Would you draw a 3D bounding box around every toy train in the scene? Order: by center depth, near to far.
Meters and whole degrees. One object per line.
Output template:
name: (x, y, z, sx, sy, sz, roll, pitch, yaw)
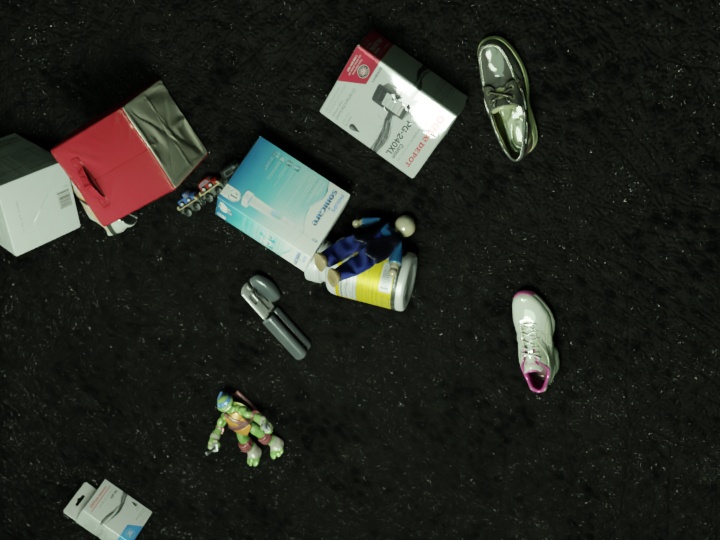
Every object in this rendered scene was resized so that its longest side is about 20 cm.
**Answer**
toy train: (-0.291, -0.162, 1.661, 0.199, 0.034, 0.046, -28, 105, 33)

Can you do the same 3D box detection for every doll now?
doll: (0.020, -0.040, 1.533, 0.137, 0.199, 0.049, 48, 153, 22)

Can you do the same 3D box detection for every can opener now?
can opener: (-0.167, 0.094, 1.767, 0.067, 0.054, 0.200, -31, 108, 35)

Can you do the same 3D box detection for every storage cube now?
storage cube: (-0.420, -0.220, 1.578, 0.178, 0.201, 0.172, -22, 111, 24)

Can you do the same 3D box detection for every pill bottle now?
pill bottle: (0.000, 0.000, 1.604, 0.197, 0.112, 0.113, 14, 126, 13)

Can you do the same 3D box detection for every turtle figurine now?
turtle figurine: (-0.261, 0.382, 1.919, 0.200, 0.144, 0.194, 37, 167, 51)

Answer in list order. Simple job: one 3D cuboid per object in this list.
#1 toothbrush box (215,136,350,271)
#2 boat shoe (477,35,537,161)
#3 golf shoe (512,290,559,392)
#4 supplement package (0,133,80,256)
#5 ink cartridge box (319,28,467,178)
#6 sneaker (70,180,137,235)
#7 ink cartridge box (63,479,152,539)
toothbrush box: (-0.141, -0.120, 1.549, 0.199, 0.147, 0.085, 31, 159, -1)
boat shoe: (0.234, -0.270, 1.363, 0.071, 0.066, 0.203, -9, 118, 27)
golf shoe: (0.322, 0.134, 1.577, 0.074, 0.092, 0.202, -8, 117, 27)
supplement package: (-0.689, -0.156, 1.708, 0.199, 0.150, 0.154, 26, 132, 35)
ink cartridge box: (0.056, -0.274, 1.420, 0.199, 0.084, 0.146, 35, 127, -3)
sneaker: (-0.553, -0.150, 1.749, 0.080, 0.074, 0.200, -32, 106, 36)
ink cartridge box: (-0.676, 0.647, 2.288, 0.199, 0.116, 0.068, 36, 127, -5)
